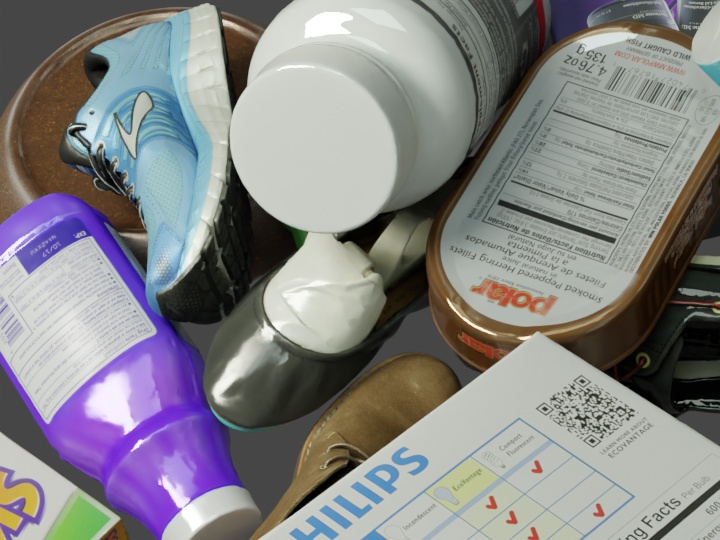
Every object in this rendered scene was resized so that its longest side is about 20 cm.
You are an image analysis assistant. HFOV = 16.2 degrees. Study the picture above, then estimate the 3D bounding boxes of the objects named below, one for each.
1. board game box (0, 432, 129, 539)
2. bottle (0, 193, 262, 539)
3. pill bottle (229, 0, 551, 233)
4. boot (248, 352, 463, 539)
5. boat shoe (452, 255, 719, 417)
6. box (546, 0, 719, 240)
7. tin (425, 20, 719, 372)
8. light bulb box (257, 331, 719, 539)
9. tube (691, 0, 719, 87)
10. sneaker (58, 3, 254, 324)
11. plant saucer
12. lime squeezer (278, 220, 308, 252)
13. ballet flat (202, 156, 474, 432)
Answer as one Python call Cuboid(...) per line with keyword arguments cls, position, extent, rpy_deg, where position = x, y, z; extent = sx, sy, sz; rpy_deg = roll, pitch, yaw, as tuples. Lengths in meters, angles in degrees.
Cuboid(cls="board game box", position=(-0.202, 0.116, 1.211), extent=(0.200, 0.030, 0.096), rpy_deg=(32, 64, 26))
Cuboid(cls="bottle", position=(-0.116, 0.055, 1.211), extent=(0.083, 0.065, 0.200), rpy_deg=(-40, 60, 5))
Cuboid(cls="pill bottle", position=(0.013, -0.094, 1.198), extent=(0.110, 0.111, 0.200), rpy_deg=(12, 28, 17))
Cuboid(cls="boot", position=(-0.001, 0.103, 1.142), extent=(0.074, 0.076, 0.200), rpy_deg=(35, 54, 3))
Cuboid(cls="boat shoe", position=(0.138, 0.032, 1.190), extent=(0.200, 0.074, 0.063), rpy_deg=(2, 45, 4))
Cuboid(cls="box", position=(0.201, -0.100, 1.281), extent=(0.199, 0.079, 0.142), rpy_deg=(-14, 55, -2))
Cuboid(cls="tin", position=(0.105, -0.036, 1.179), extent=(0.112, 0.042, 0.200), rpy_deg=(17, 58, 26))
Cuboid(cls="light bulb box", position=(0.083, 0.160, 1.043), extent=(0.200, 0.125, 0.198), rpy_deg=(33, 48, 29))
Cuboid(cls="tube", position=(0.239, -0.055, 1.191), extent=(0.050, 0.200, 0.078), rpy_deg=(-15, 40, 54))
Cuboid(cls="sneaker", position=(-0.102, -0.046, 1.248), extent=(0.090, 0.079, 0.200), rpy_deg=(-9, 43, 1))
Cuboid(cls="plant saucer", position=(-0.104, -0.070, 1.332), extent=(0.199, 0.035, 0.201), rpy_deg=(-4, 52, 5))
Cuboid(cls="lime squeezer", position=(-0.002, -0.045, 1.281), extent=(0.070, 0.038, 0.200), rpy_deg=(27, 58, 1))
Cuboid(cls="ballet flat", position=(0.000, 0.000, 1.208), extent=(0.068, 0.069, 0.200), rpy_deg=(39, 51, 16))
